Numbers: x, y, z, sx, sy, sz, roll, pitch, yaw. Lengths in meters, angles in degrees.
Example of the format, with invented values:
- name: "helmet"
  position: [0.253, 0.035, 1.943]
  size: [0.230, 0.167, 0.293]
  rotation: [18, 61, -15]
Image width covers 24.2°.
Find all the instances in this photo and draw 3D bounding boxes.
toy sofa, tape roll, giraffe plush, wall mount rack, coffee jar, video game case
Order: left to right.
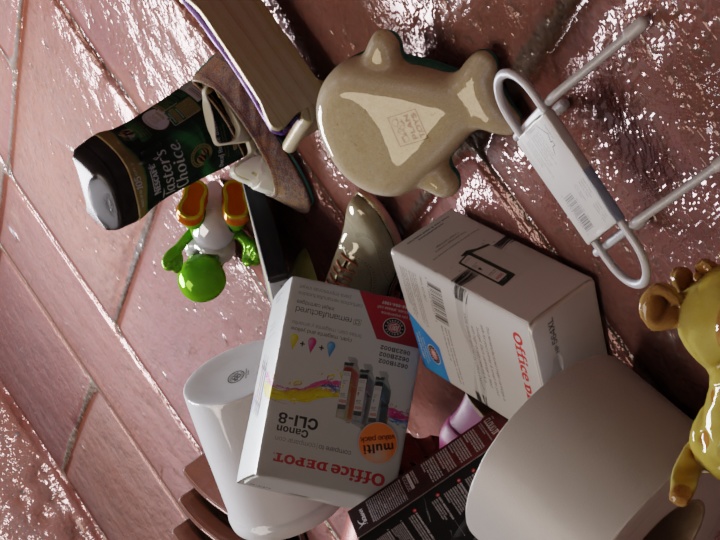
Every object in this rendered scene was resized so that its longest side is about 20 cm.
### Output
- name: "coffee jar"
  position: [-0.223, -0.131, 1.869]
  size: [0.085, 0.199, 0.105]
  rotation: [39, 151, 35]
- name: "toy sofa"
  position: [-0.107, -0.218, 1.667]
  size: [0.201, 0.097, 0.083]
  rotation: [55, 156, 5]
- name: "video game case"
  position: [-0.097, 0.003, 1.898]
  size: [0.201, 0.025, 0.182]
  rotation: [-107, 5, -45]
- name: "tape roll"
  position: [0.206, 0.193, 1.426]
  size: [0.139, 0.202, 0.204]
  rotation: [41, 152, 33]
- name: "wall mount rack"
  position: [0.192, -0.093, 1.274]
  size: [0.201, 0.074, 0.174]
  rotation: [56, 160, 5]
- name: "giraffe plush"
  position: [0.287, 0.064, 1.179]
  size: [0.199, 0.172, 0.164]
  rotation: [-9, 100, 46]

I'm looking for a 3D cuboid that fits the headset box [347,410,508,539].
- name: "headset box"
  position: [0.111, 0.240, 1.577]
  size: [0.150, 0.199, 0.077]
  rotation: [55, 179, -15]

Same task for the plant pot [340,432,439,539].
- name: "plant pot"
  position: [0.062, 0.293, 1.807]
  size: [0.200, 0.199, 0.198]
  rotation: [29, 114, 48]

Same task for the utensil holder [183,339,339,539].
- name: "utensil holder"
  position: [-0.121, 0.213, 2.130]
  size: [0.169, 0.169, 0.202]
  rotation: [17, 133, 56]

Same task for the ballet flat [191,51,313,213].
- name: "ballet flat"
  position: [-0.124, -0.139, 1.833]
  size: [0.201, 0.067, 0.068]
  rotation: [61, 157, -8]

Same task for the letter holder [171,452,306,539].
- name: "letter holder"
  position: [-0.199, 0.368, 2.500]
  size: [0.199, 0.141, 0.101]
  rotation: [29, 144, 48]

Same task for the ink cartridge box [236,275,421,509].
- name: "ink cartridge box"
  position: [-0.030, 0.128, 1.675]
  size: [0.145, 0.144, 0.202]
  rotation: [139, 142, -75]

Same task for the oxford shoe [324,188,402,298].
- name: "oxford shoe"
  position: [0.000, 0.000, 1.750]
  size: [0.071, 0.073, 0.201]
  rotation: [41, 151, 33]

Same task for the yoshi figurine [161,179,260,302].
- name: "yoshi figurine"
  position: [-0.184, -0.026, 2.044]
  size: [0.112, 0.112, 0.200]
  rotation: [45, 157, 12]

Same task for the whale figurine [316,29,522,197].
- name: "whale figurine"
  position: [0.058, -0.144, 1.468]
  size: [0.199, 0.104, 0.160]
  rotation: [-14, 109, 40]

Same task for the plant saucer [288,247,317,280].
- name: "plant saucer"
  position: [-0.050, 0.076, 1.892]
  size: [0.200, 0.031, 0.202]
  rotation: [164, 90, -86]

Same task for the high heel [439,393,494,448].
- name: "high heel"
  position: [0.147, 0.219, 1.710]
  size: [0.200, 0.067, 0.097]
  rotation: [49, 134, 29]

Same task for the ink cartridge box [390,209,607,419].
- name: "ink cartridge box"
  position: [0.131, 0.051, 1.542]
  size: [0.199, 0.084, 0.147]
  rotation: [30, 145, 47]
